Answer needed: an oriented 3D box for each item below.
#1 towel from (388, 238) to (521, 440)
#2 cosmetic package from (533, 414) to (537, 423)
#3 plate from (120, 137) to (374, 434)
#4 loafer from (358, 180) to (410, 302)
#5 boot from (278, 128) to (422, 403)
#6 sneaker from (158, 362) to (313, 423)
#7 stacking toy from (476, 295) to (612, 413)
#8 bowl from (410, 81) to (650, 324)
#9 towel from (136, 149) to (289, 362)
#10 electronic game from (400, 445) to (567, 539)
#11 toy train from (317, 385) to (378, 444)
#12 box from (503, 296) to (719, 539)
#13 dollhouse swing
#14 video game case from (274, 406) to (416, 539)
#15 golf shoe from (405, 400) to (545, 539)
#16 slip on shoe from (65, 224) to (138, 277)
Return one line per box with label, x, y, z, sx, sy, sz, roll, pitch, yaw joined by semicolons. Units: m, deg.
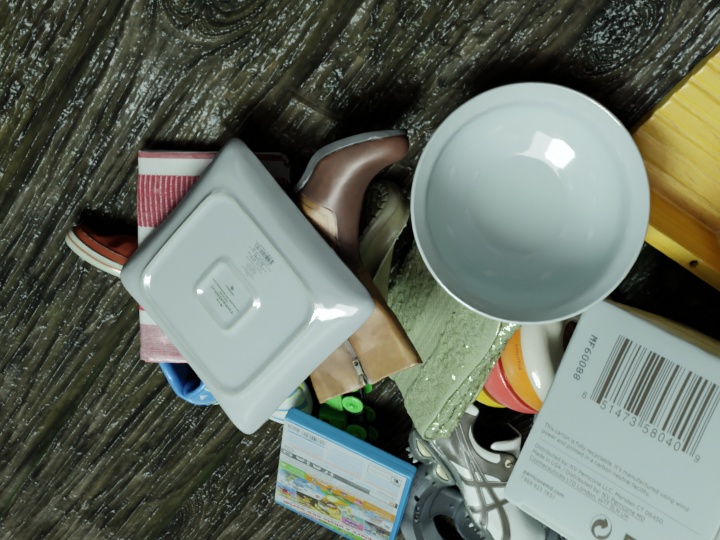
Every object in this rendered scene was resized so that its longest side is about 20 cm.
towel;0.072;0.052;1.327;0.036;0.148;0.200;-9;144;-33
cosmetic package;0.272;0.175;1.396;0.200;0.113;0.081;-22;122;25
plate;-0.111;0.019;1.259;0.200;0.032;0.200;51;121;11
loafer;0.000;0.000;1.336;0.067;0.076;0.200;19;128;-20
boot;-0.001;-0.005;1.233;0.188;0.068;0.200;-29;82;21
sneaker;-0.135;0.114;1.436;0.200;0.105;0.076;40;126;-20
stacking toy;0.140;0.082;1.361;0.200;0.146;0.146;-13;128;45
bowl;0.140;-0.057;1.219;0.201;0.090;0.201;0;92;0
towel;-0.136;-0.011;1.327;0.144;0.023;0.200;2;100;6
electronic game;0.139;0.264;1.542;0.200;0.042;0.200;4;123;7
toy train;-0.014;0.163;1.496;0.056;0.042;0.200;9;132;18
box;0.271;0.157;1.210;0.171;0.199;0.200;14;101;-49
dollhouse swing;0.321;-0.052;1.154;0.182;0.176;0.200;32;129;-15
video game case;-0.020;0.226;1.509;0.143;0.018;0.200;24;146;10
golf shoe;0.138;0.210;1.440;0.094;0.078;0.200;-35;113;21
slip on shoe;-0.186;-0.013;1.377;0.200;0.074;0.061;17;97;6
